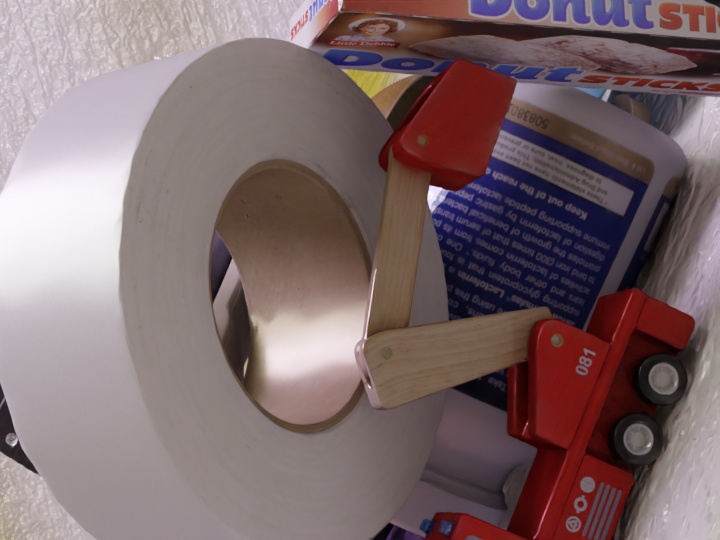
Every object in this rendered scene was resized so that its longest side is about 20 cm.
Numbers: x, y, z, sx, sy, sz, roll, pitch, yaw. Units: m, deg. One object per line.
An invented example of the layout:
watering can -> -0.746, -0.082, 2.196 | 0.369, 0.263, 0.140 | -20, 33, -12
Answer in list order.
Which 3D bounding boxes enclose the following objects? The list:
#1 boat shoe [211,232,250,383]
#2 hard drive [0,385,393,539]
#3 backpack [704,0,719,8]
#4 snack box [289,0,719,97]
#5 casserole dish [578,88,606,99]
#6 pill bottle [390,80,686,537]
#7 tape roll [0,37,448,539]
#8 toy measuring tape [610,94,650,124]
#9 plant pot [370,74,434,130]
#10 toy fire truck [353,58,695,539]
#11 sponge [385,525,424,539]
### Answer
boat shoe -> -0.070, 0.001, 0.970 | 0.073, 0.062, 0.201 | 87, -163, -48
hard drive -> -0.085, 0.089, 1.060 | 0.038, 0.199, 0.140 | -61, -10, 16
backpack -> 0.176, -0.193, 0.753 | 0.200, 0.150, 0.178 | -55, 12, 31
snack box -> 0.076, -0.096, 0.895 | 0.072, 0.199, 0.024 | 146, 125, -69
casserole dish -> 0.121, -0.123, 1.104 | 0.121, 0.039, 0.200 | -59, -3, -10
pill bottle -> 0.055, 0.015, 0.987 | 0.116, 0.115, 0.201 | -150, 84, -82
tape roll -> -0.049, 0.014, 0.865 | 0.071, 0.202, 0.203 | -10, 47, 37
toy measuring tape -> 0.069, -0.001, 1.081 | 0.074, 0.073, 0.201 | -122, 56, -80
plant pot -> 0.000, 0.000, 1.076 | 0.200, 0.027, 0.201 | 14, -90, -75
toy fire truck -> 0.051, 0.036, 0.865 | 0.201, 0.141, 0.049 | -67, 9, -10
sponge -> 0.012, 0.164, 1.130 | 0.112, 0.030, 0.201 | -53, 14, 51
